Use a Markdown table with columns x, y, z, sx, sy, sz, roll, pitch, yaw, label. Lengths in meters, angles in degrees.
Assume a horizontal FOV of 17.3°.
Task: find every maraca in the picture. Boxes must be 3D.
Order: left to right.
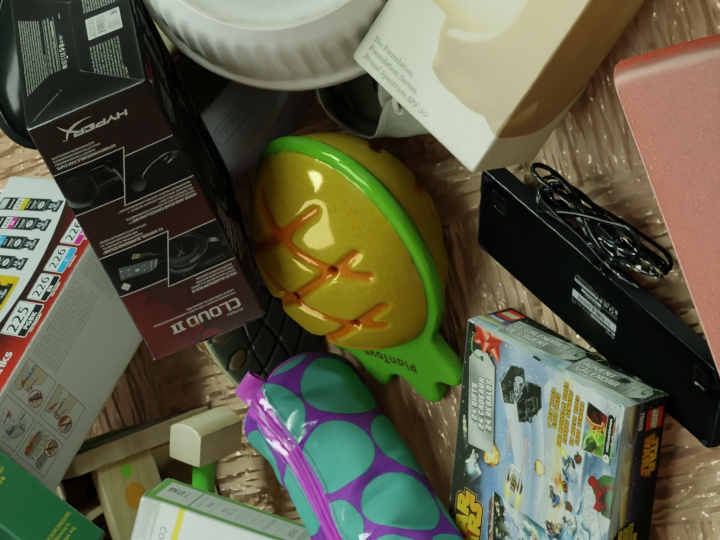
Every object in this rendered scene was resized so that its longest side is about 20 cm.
| x | y | z | sx | sy | sz | roll | pitch | yaw | label |
| --- | --- | --- | --- | --- | --- | --- | --- | --- | --- |
| 0.000 | 0.000 | 1.433 | 0.137 | 0.107 | 0.201 | 20 | 143 | 44 | maraca |

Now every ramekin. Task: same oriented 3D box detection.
| x | y | z | sx | sy | sz | roll | pitch | yaw | label |
| --- | --- | --- | --- | --- | --- | --- | --- | --- | --- |
| -0.045 | -0.205 | 1.327 | 0.198 | 0.105 | 0.202 | 0 | 88 | 8 | ramekin |

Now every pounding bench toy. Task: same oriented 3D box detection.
| x | y | z | sx | sy | sz | roll | pitch | yaw | label |
| --- | --- | --- | --- | --- | --- | --- | --- | --- | --- |
| -0.140 | 0.187 | 1.621 | 0.199 | 0.124 | 0.157 | -17 | 91 | 47 | pounding bench toy |

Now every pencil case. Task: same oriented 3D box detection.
| x | y | z | sx | sy | sz | roll | pitch | yaw | label |
| --- | --- | --- | --- | --- | --- | --- | --- | --- | --- |
| -0.002 | 0.142 | 1.450 | 0.085 | 0.092 | 0.200 | -59 | 42 | 26 | pencil case |

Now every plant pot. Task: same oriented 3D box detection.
| x | y | z | sx | sy | sz | roll | pitch | yaw | label |
| --- | --- | --- | --- | --- | --- | --- | --- | --- | --- |
| 0.265 | -0.042 | 1.087 | 0.176 | 0.199 | 0.201 | -22 | 88 | 36 | plant pot |

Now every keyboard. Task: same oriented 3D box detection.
| x | y | z | sx | sy | sz | roll | pitch | yaw | label |
| --- | --- | --- | --- | --- | --- | --- | --- | --- | --- |
| 0.146 | 0.005 | 1.340 | 0.200 | 0.040 | 0.104 | 42 | 153 | 26 | keyboard |

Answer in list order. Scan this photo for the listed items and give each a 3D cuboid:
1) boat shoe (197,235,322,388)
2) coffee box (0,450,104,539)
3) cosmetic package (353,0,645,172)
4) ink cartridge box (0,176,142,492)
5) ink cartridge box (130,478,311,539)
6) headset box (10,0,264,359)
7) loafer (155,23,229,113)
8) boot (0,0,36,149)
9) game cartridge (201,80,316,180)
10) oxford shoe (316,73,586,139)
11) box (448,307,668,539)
| x | y | z | sx | sy | sz | roll | pitch | yaw | label |
| --- | --- | --- | --- | --- | --- | --- | --- | --- | --- |
| -0.099 | 0.005 | 1.546 | 0.201 | 0.076 | 0.074 | 56 | 161 | -9 | boat shoe |
| -0.265 | 0.138 | 1.526 | 0.200 | 0.044 | 0.123 | 39 | 153 | -5 | coffee box |
| 0.095 | -0.162 | 1.263 | 0.105 | 0.071 | 0.201 | 43 | 118 | 20 | cosmetic package |
| -0.239 | 0.040 | 1.618 | 0.175 | 0.201 | 0.084 | 4 | 148 | 45 | ink cartridge box |
| -0.054 | 0.216 | 1.510 | 0.199 | 0.059 | 0.105 | 18 | 101 | 9 | ink cartridge box |
| -0.127 | -0.060 | 1.385 | 0.149 | 0.077 | 0.201 | -107 | -6 | -52 | headset box |
| -0.108 | -0.165 | 1.461 | 0.068 | 0.075 | 0.201 | 48 | 123 | 25 | loafer |
| -0.180 | -0.187 | 1.540 | 0.162 | 0.073 | 0.200 | -10 | 75 | 56 | boot |
| -0.091 | -0.136 | 1.527 | 0.200 | 0.040 | 0.134 | -44 | 68 | 45 | game cartridge |
| 0.049 | -0.110 | 1.374 | 0.199 | 0.058 | 0.076 | -1 | 100 | 44 | oxford shoe |
| 0.111 | 0.140 | 1.397 | 0.137 | 0.040 | 0.201 | 30 | 124 | 44 | box |
